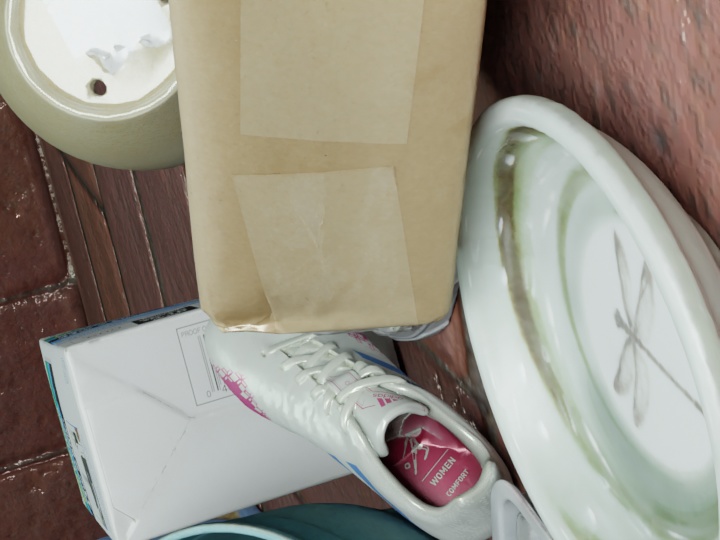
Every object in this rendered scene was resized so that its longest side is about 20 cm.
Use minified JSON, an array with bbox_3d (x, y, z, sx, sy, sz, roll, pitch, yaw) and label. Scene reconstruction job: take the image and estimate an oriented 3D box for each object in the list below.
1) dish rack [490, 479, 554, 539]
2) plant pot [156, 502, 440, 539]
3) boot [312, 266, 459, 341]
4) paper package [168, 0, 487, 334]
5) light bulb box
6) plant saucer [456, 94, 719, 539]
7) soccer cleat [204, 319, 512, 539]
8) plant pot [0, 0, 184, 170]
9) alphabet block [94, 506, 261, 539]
[{"bbox_3d":[0.118,0.197,0.656,0.200,0.043,0.172,-127,24,-52],"label":"dish rack"},{"bbox_3d":[-0.010,0.211,0.790,0.188,0.199,0.201,-9,-101,-61],"label":"plant pot"},{"bbox_3d":[0.000,0.000,0.759,0.200,0.095,0.074,120,131,-70],"label":"boot"},{"bbox_3d":[-0.012,-0.110,0.566,0.200,0.103,0.191,91,179,-53],"label":"paper package"},{"bbox_3d":[-0.093,0.080,0.980,0.200,0.197,0.126,177,78,-73],"label":"light bulb box"},{"bbox_3d":[0.096,0.030,0.541,0.200,0.050,0.201,163,90,-75],"label":"plant saucer"},{"bbox_3d":[-0.002,0.066,0.787,0.200,0.070,0.086,34,166,18],"label":"soccer cleat"},{"bbox_3d":[-0.125,-0.135,0.796,0.200,0.186,0.188,-108,3,-79],"label":"plant pot"},{"bbox_3d":[-0.160,0.372,1.546,0.196,0.194,0.201,-148,44,-70],"label":"alphabet block"}]
